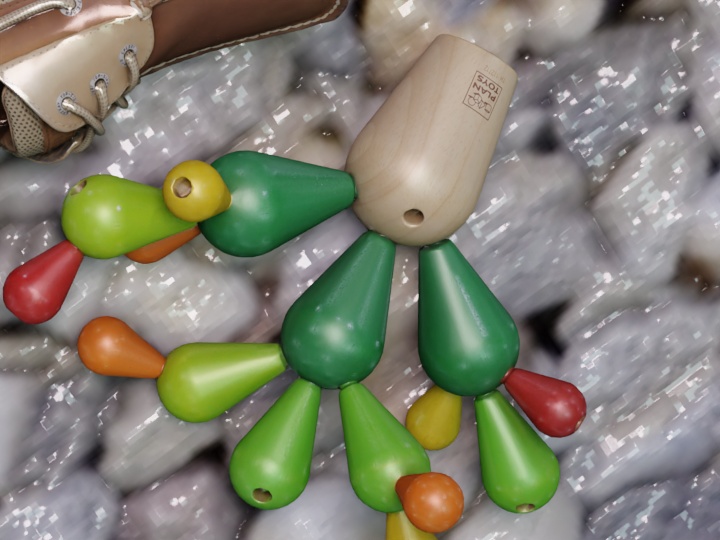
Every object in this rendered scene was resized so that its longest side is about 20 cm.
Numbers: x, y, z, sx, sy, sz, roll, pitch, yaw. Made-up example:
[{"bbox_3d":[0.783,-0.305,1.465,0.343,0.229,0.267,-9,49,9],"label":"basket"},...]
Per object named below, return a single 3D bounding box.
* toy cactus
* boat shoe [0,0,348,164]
[{"bbox_3d":[0.000,0.000,0.870,0.200,0.102,0.165,29,82,-12],"label":"toy cactus"},{"bbox_3d":[-0.097,-0.066,0.817,0.199,0.076,0.072,-10,69,-6],"label":"boat shoe"}]
